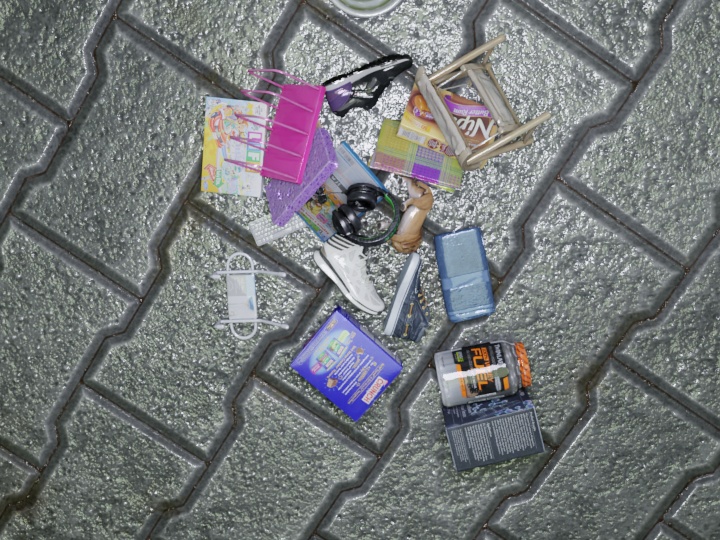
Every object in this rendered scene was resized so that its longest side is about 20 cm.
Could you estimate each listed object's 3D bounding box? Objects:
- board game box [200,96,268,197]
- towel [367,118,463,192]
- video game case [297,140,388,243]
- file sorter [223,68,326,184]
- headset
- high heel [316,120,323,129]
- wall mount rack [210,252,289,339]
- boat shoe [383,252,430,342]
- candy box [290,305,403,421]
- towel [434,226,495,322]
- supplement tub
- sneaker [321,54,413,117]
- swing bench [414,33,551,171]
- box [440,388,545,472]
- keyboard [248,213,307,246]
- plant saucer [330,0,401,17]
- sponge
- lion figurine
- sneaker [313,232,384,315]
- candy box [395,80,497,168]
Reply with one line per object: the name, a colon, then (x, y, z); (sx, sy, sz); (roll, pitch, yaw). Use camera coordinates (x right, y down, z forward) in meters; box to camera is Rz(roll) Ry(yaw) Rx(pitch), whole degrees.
board game box: (-0.273, -0.268, 1.581); (0.132, 0.034, 0.203); (5, 100, 1)
towel: (0.123, -0.245, 1.534); (0.197, 0.023, 0.145); (15, 57, -1)
video game case: (-0.057, -0.163, 1.551); (0.199, 0.018, 0.143); (-35, 106, 32)
file sorter: (-0.182, -0.297, 1.482); (0.124, 0.138, 0.203); (13, 93, -43)
headset: (-0.012, -0.121, 1.484); (0.198, 0.094, 0.124); (29, 74, 17)
high heel: (-0.068, -0.274, 1.551); (0.198, 0.067, 0.097); (31, 111, 0)
wall mount rack: (-0.243, 0.063, 1.618); (0.171, 0.075, 0.203); (-2, 101, 3)
boat shoe: (0.120, 0.061, 1.604); (0.090, 0.071, 0.203); (16, 112, -4)
candy box: (-0.030, 0.209, 1.634); (0.200, 0.077, 0.169); (41, 98, -4)
towel: (0.229, 0.008, 1.601); (0.110, 0.049, 0.203); (-11, 100, 4)
supplement tub: (0.268, 0.224, 1.600); (0.197, 0.123, 0.124); (-12, 100, 4)
sneaker: (0.023, -0.390, 1.538); (0.197, 0.076, 0.088); (-19, 114, 9)
swing bench: (0.231, -0.323, 1.439); (0.198, 0.130, 0.201); (-24, 79, -9)
box: (0.288, 0.345, 1.607); (0.197, 0.149, 0.109); (-14, 100, 5)
keyboard: (-0.150, -0.117, 1.614); (0.198, 0.011, 0.057); (-22, 98, 7)
plant saucer: (0.013, -0.624, 1.497); (0.197, 0.050, 0.204); (1, 100, 3)
sponge: (-0.125, -0.194, 1.514); (0.030, 0.113, 0.200); (20, 130, -38)
lion figurine: (0.110, -0.114, 1.528); (0.121, 0.073, 0.201); (0, 136, -37)
sneaker: (0.000, 0.000, 1.584); (0.200, 0.076, 0.115); (45, 115, -3)
candy box: (0.186, -0.306, 1.520); (0.197, 0.057, 0.118); (21, 71, 0)
